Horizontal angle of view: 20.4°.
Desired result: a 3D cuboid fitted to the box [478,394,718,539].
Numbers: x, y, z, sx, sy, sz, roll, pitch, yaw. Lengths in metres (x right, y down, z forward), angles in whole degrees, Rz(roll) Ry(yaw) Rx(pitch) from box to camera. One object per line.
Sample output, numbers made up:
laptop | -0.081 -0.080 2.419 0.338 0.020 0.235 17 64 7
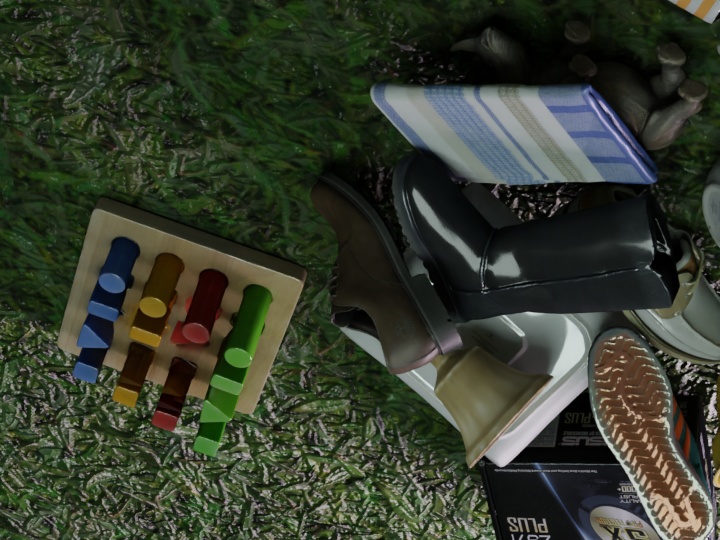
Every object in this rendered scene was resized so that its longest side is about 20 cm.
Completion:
box | 0.222 0.200 1.849 0.199 0.086 0.164 -1 134 16

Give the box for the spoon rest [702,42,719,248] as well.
spoon rest | 0.306 -0.089 1.554 0.060 0.099 0.201 -19 130 -19

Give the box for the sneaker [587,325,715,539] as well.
sneaker | 0.242 0.135 1.700 0.071 0.080 0.201 -21 102 8

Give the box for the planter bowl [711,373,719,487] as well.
planter bowl | 0.361 0.095 1.682 0.199 0.084 0.201 -26 159 -11

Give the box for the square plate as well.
square plate | 0.108 0.054 1.723 0.200 0.028 0.198 41 120 -5

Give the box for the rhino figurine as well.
rhino figurine | 0.165 -0.144 1.547 0.199 0.060 0.088 15 146 5

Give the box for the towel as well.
towel | 0.119 -0.109 1.559 0.199 0.024 0.147 3 156 35

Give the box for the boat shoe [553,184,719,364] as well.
boat shoe | 0.250 0.005 1.660 0.200 0.075 0.068 37 137 -19

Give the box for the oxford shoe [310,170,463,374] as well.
oxford shoe | 0.000 0.000 1.648 0.084 0.200 0.073 -30 148 -2

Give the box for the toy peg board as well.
toy peg board | -0.175 0.063 1.816 0.198 0.098 0.201 19 135 -4

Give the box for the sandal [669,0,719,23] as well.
sandal | 0.277 -0.212 1.451 0.205 0.059 0.079 19 135 -4

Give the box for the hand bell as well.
hand bell | 0.056 0.060 1.692 0.200 0.104 0.104 44 134 8

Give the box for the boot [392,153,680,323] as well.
boot | 0.141 -0.033 1.596 0.199 0.066 0.165 -4 130 32
